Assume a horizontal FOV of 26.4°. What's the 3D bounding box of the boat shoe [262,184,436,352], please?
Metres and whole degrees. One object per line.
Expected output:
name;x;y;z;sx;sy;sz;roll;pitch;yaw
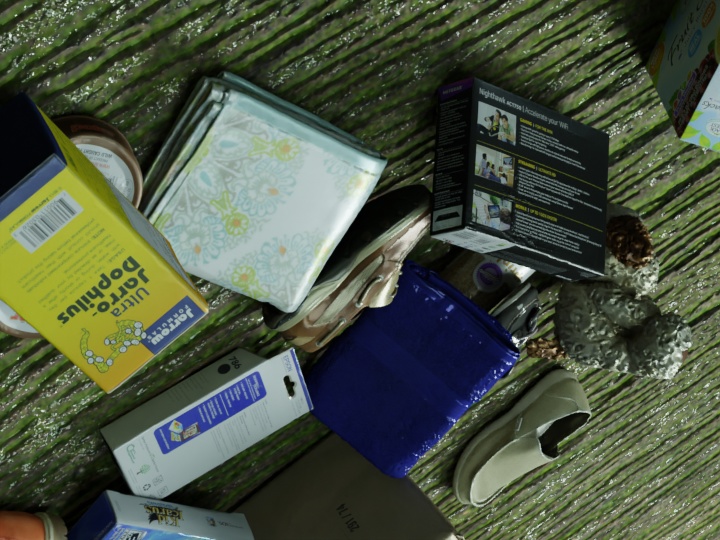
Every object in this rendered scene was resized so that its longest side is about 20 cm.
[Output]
boat shoe;0.000;0.000;1.454;0.200;0.076;0.074;-39;117;7

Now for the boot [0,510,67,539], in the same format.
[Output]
boot;-0.365;0.309;1.435;0.107;0.075;0.200;18;102;-41

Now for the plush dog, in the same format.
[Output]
plush dog;0.261;0.014;1.622;0.160;0.200;0.172;5;96;-2

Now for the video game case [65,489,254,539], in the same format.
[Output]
video game case;-0.232;0.309;1.523;0.181;0.045;0.200;18;122;-45

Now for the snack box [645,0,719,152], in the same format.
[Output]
snack box;0.356;-0.237;1.465;0.068;0.169;0.200;17;120;-13

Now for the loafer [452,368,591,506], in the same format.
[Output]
loafer;0.188;0.202;1.770;0.200;0.068;0.076;-48;138;5

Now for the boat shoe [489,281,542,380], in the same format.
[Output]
boat shoe;0.156;0.065;1.577;0.067;0.057;0.200;-40;172;-18

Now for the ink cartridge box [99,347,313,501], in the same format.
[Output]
ink cartridge box;-0.147;0.145;1.491;0.200;0.039;0.099;-28;135;-15

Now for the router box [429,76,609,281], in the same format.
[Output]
router box;0.156;-0.083;1.465;0.200;0.051;0.149;17;71;-39

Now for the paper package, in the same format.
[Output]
paper package;-0.011;0.288;1.588;0.191;0.200;0.103;-37;138;-9

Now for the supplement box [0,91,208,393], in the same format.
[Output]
supplement box;-0.228;-0.019;1.187;0.110;0.109;0.200;-39;130;1

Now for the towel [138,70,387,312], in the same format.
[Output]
towel;-0.094;-0.066;1.338;0.200;0.048;0.171;24;108;-35

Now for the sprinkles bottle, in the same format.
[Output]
sprinkles bottle;0.128;0.002;1.567;0.200;0.068;0.068;-42;138;-3

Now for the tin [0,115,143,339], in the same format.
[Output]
tin;-0.251;-0.032;1.262;0.112;0.042;0.200;11;115;-28

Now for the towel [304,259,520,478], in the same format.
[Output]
towel;0.046;0.098;1.523;0.200;0.148;0.050;-49;180;25
